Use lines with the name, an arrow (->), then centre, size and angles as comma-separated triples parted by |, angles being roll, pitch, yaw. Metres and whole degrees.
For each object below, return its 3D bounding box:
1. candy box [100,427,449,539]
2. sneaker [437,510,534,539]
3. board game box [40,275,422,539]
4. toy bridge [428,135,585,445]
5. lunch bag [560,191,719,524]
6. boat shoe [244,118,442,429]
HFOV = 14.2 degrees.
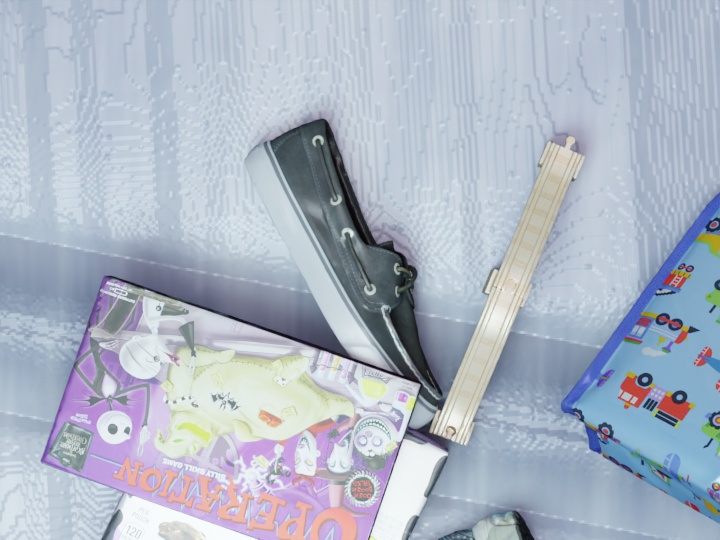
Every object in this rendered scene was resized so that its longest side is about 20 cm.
candy box -> -0.062, 0.161, 1.756 | 0.168, 0.072, 0.200 | 26, 89, 2
sneaker -> 0.083, 0.252, 1.761 | 0.086, 0.078, 0.200 | -15, 82, 12
board game box -> -0.076, 0.090, 1.710 | 0.200, 0.032, 0.120 | 18, 93, 4
toy bridge -> 0.090, 0.011, 1.760 | 0.027, 0.067, 0.200 | 22, 90, 1
lunch bag -> 0.242, 0.047, 1.734 | 0.150, 0.094, 0.200 | 30, 80, 25
boat shoe -> 0.000, 0.000, 1.754 | 0.057, 0.069, 0.200 | -32, 83, 10
